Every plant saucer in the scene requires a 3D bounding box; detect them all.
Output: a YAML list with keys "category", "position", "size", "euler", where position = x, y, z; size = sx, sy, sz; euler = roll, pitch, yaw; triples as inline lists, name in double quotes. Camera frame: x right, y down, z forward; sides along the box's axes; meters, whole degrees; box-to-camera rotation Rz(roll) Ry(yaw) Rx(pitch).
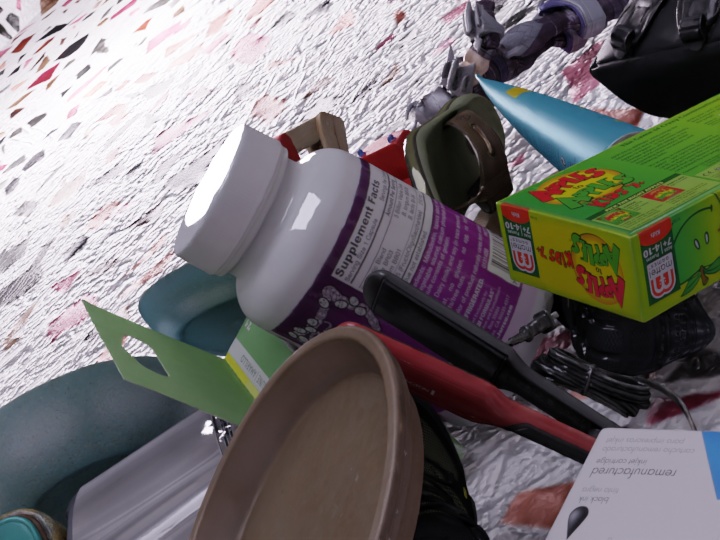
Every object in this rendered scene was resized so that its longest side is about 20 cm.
- category: "plant saucer"
  position: [-0.029, 0.122, 0.676]
  size: [0.200, 0.029, 0.201]
  euler: [-49, 27, 35]
- category: "plant saucer"
  position: [-0.046, 0.020, 0.982]
  size: [0.200, 0.200, 0.028]
  euler: [-23, 69, 32]
- category: "plant saucer"
  position: [-0.173, 0.137, 0.950]
  size: [0.201, 0.201, 0.039]
  euler: [-37, 58, 4]

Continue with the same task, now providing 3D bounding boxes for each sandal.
- category: "sandal"
  position: [0.075, -0.074, 0.998]
  size: [0.057, 0.080, 0.201]
  euler: [-11, 24, 23]

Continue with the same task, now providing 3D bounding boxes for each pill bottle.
- category: "pill bottle"
  position: [0.000, 0.000, 0.844]
  size: [0.112, 0.199, 0.112]
  euler: [-56, 15, 24]

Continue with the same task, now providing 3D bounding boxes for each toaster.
- category: "toaster"
  position: [-0.091, 0.153, 0.855]
  size: [0.129, 0.114, 0.200]
  euler: [-36, 15, -1]

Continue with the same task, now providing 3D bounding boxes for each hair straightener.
- category: "hair straightener"
  position: [0.090, 0.047, 0.727]
  size: [0.041, 0.199, 0.077]
  euler: [99, -164, -56]

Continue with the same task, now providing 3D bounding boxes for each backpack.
- category: "backpack"
  position: [0.262, -0.191, 0.940]
  size: [0.163, 0.153, 0.201]
  euler: [-4, 62, 60]

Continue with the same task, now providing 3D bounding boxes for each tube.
- category: "tube"
  position: [0.132, -0.082, 0.933]
  size: [0.050, 0.077, 0.200]
  euler: [-47, 23, 2]

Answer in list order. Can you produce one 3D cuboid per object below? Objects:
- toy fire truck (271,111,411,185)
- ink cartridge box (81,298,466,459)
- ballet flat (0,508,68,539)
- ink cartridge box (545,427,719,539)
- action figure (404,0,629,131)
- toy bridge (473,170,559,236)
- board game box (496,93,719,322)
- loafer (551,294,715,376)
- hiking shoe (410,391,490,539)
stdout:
- category: "toy fire truck"
  position: [-0.013, -0.061, 1.058]
  size: [0.049, 0.141, 0.200]
  euler: [-22, 23, 33]
- category: "ink cartridge box"
  position: [-0.053, 0.060, 0.858]
  size: [0.048, 0.200, 0.146]
  euler: [-59, 25, 4]
- category: "ballet flat"
  position: [-0.164, 0.231, 0.843]
  size: [0.071, 0.071, 0.201]
  euler: [-31, 64, 18]
- category: "ink cartridge box"
  position: [0.118, 0.159, 0.590]
  size: [0.116, 0.068, 0.200]
  euler: [-5, 41, 43]
- category: "action figure"
  position: [0.110, -0.162, 1.135]
  size: [0.200, 0.069, 0.130]
  euler: [-35, -14, -21]
- category: "toy bridge"
  position: [0.159, -0.053, 0.961]
  size: [0.199, 0.027, 0.067]
  euler: [-17, 31, 43]
- category: "board game box"
  position: [0.182, -0.044, 0.787]
  size: [0.199, 0.048, 0.101]
  euler: [-26, 25, -27]
- category: "loafer"
  position: [0.145, 0.006, 0.846]
  size: [0.070, 0.068, 0.201]
  euler: [-2, 19, -4]
- category: "hiking shoe"
  position: [0.032, 0.125, 0.681]
  size: [0.101, 0.075, 0.201]
  euler: [111, 155, -52]
